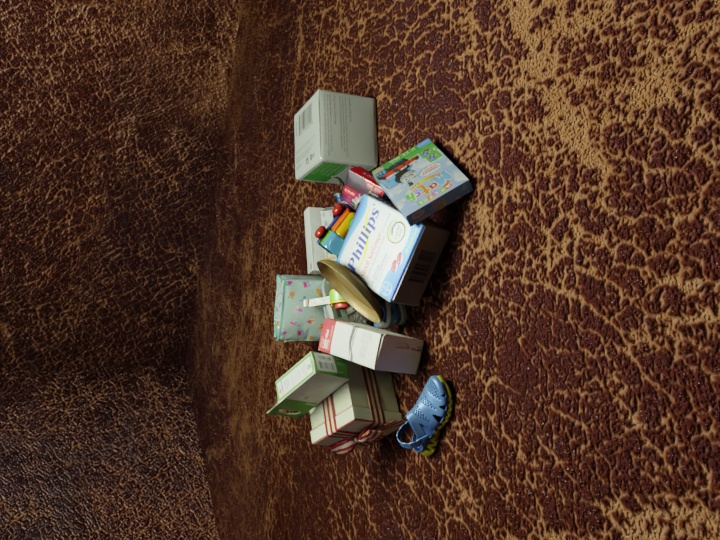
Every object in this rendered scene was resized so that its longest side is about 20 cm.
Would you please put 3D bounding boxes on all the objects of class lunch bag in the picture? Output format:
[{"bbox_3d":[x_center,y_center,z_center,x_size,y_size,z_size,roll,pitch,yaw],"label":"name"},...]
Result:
[{"bbox_3d":[-0.173,0.119,1.943,0.122,0.170,0.201,-153,66,-69],"label":"lunch bag"}]

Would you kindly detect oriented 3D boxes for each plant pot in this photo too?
[{"bbox_3d":[-0.020,0.042,1.461,0.027,0.200,0.200,-46,23,-12],"label":"plant pot"}]

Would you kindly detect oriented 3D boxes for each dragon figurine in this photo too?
[{"bbox_3d":[-0.040,-0.165,1.763,0.200,0.059,0.100,85,177,-50],"label":"dragon figurine"}]

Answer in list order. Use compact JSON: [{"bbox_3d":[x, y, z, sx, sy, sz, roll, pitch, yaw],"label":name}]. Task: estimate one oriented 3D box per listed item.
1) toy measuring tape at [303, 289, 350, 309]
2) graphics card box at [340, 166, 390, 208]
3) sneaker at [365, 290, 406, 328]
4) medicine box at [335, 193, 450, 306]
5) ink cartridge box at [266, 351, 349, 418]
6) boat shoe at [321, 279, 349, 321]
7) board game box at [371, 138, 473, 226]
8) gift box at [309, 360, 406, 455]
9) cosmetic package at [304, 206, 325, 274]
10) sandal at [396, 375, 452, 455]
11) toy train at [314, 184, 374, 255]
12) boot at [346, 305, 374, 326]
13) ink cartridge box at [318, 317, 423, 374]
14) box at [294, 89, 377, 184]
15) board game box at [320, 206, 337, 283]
[{"bbox_3d":[-0.086,0.077,1.783,0.200,0.074,0.074,-8,78,25],"label":"toy measuring tape"},{"bbox_3d":[0.004,-0.153,1.672,0.125,0.051,0.200,33,123,27],"label":"graphics card box"},{"bbox_3d":[0.043,0.046,1.543,0.074,0.082,0.200,-30,80,64],"label":"sneaker"},{"bbox_3d":[0.067,-0.047,1.425,0.200,0.103,0.183,32,105,40],"label":"medicine box"},{"bbox_3d":[-0.129,0.271,1.505,0.200,0.104,0.059,-43,47,32],"label":"ink cartridge box"},{"bbox_3d":[-0.081,0.114,1.863,0.072,0.070,0.201,-46,51,49],"label":"boat shoe"},{"bbox_3d":[0.128,-0.193,1.373,0.037,0.151,0.200,60,180,-43],"label":"board game box"},{"bbox_3d":[-0.002,0.336,1.563,0.185,0.200,0.187,-42,46,39],"label":"gift box"},{"bbox_3d":[-0.122,-0.090,1.956,0.051,0.082,0.201,146,123,-63],"label":"cosmetic package"},{"bbox_3d":[0.136,0.316,1.375,0.079,0.087,0.200,-132,51,-58],"label":"sandal"},{"bbox_3d":[-0.019,-0.123,1.527,0.200,0.085,0.116,-52,18,2],"label":"toy train"},{"bbox_3d":[0.025,0.168,1.659,0.200,0.069,0.175,148,115,-65],"label":"boot"},{"bbox_3d":[0.023,0.175,1.485,0.200,0.147,0.083,11,87,48],"label":"ink cartridge box"},{"bbox_3d":[-0.071,-0.359,1.763,0.199,0.171,0.201,161,109,-63],"label":"box"},{"bbox_3d":[-0.080,-0.075,1.813,0.134,0.034,0.201,-74,-21,-79],"label":"board game box"}]
